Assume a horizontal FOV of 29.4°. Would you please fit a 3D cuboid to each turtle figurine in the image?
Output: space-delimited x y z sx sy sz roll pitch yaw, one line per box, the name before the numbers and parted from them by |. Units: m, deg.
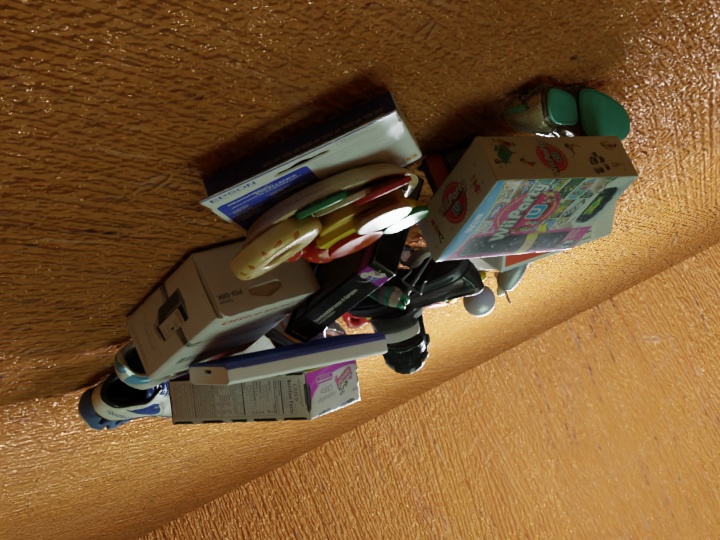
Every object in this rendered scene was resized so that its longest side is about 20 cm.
turtle figurine | 0.000 0.000 1.722 0.200 0.101 0.150 -41 -155 20

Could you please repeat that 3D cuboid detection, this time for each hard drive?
hard drive | -0.086 0.103 1.605 0.199 0.026 0.132 -10 180 -26

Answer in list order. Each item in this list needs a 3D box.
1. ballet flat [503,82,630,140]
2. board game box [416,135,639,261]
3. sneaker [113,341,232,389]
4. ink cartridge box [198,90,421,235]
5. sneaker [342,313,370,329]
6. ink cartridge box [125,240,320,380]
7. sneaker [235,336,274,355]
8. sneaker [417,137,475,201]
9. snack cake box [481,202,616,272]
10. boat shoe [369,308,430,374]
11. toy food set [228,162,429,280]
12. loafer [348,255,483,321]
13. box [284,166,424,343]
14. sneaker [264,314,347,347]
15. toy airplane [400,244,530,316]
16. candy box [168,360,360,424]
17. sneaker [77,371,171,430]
ballet flat | 0.223 -0.172 1.525 0.075 0.068 0.200 -6 176 38
board game box | 0.181 -0.080 1.502 0.199 0.064 0.148 -4 148 -32
sneaker | -0.217 0.089 1.732 0.199 0.072 0.073 -27 161 -5
ink cartridge box | -0.047 -0.103 1.304 0.197 0.047 0.200 -25 167 5
sneaker | 0.016 0.028 1.888 0.077 0.085 0.200 -22 168 -21
ink cartridge box | -0.162 0.040 1.587 0.146 0.083 0.200 -16 166 -38
sneaker | -0.132 0.074 1.872 0.200 0.075 0.100 -34 152 19
sneaker | 0.138 -0.106 1.588 0.098 0.071 0.200 -25 167 14
snack cake box | 0.239 -0.085 1.756 0.199 0.067 0.115 -17 127 -33
boat shoe | 0.052 0.088 1.783 0.075 0.061 0.200 -14 -172 8
toy food set | -0.027 -0.048 1.365 0.197 0.049 0.200 -28 168 19
loafer | 0.067 0.032 1.754 0.199 0.063 0.072 -21 -144 37
box | -0.009 -0.015 1.570 0.200 0.036 0.143 -36 -152 48
sneaker | -0.081 0.096 1.793 0.077 0.078 0.200 -35 148 16
toy airplane | 0.154 -0.009 1.863 0.199 0.142 0.199 -19 161 -5
candy box | -0.119 0.148 1.705 0.199 0.061 0.136 -4 -176 26
sneaker | -0.279 0.159 1.878 0.199 0.081 0.115 -16 167 -31
